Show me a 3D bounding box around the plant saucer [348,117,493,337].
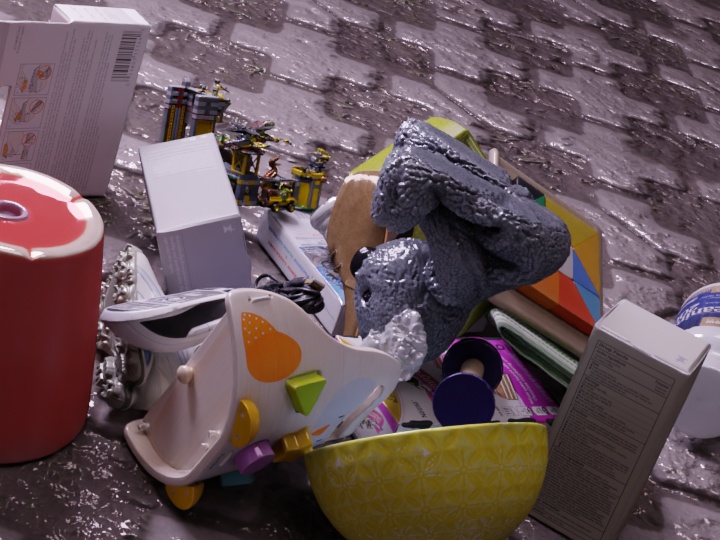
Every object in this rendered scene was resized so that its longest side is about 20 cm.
[{"bbox_3d":[0.102,-0.058,1.601,0.200,0.048,0.200,57,38,-4],"label":"plant saucer"}]

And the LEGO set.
[{"bbox_3d":[-0.126,-0.143,1.668,0.153,0.116,0.200,1,16,-36],"label":"LEGO set"}]

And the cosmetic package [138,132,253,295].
[{"bbox_3d":[-0.159,-0.044,1.497,0.090,0.107,0.200,-10,28,-5],"label":"cosmetic package"}]

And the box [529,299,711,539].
[{"bbox_3d":[0.222,0.138,1.361,0.095,0.201,0.078,30,28,17],"label":"box"}]

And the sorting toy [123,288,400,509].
[{"bbox_3d":[-0.063,0.112,1.256,0.180,0.200,0.107,-1,55,-38],"label":"sorting toy"}]

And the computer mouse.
[{"bbox_3d":[-0.129,0.039,1.314,0.199,0.044,0.109,-11,10,-35],"label":"computer mouse"}]

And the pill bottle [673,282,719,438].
[{"bbox_3d":[0.375,0.097,1.638,0.111,0.111,0.200,26,28,10],"label":"pill bottle"}]

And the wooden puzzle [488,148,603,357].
[{"bbox_3d":[0.199,-0.012,1.612,0.200,0.037,0.186,35,45,-34],"label":"wooden puzzle"}]

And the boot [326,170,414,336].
[{"bbox_3d":[0.000,0.000,1.502,0.075,0.201,0.074,12,-7,14],"label":"boot"}]

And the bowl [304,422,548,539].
[{"bbox_3d":[0.059,0.190,1.233,0.199,0.200,0.108,1,75,-33],"label":"bowl"}]

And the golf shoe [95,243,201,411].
[{"bbox_3d":[-0.186,0.059,1.381,0.097,0.078,0.200,20,33,-26],"label":"golf shoe"}]

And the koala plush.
[{"bbox_3d":[0.065,0.004,1.357,0.183,0.200,0.177,31,17,-2],"label":"koala plush"}]

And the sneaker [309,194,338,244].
[{"bbox_3d":[0.035,-0.034,1.609,0.200,0.074,0.080,-6,62,-43],"label":"sneaker"}]

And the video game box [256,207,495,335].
[{"bbox_3d":[0.016,-0.001,1.639,0.199,0.047,0.182,0,32,-34],"label":"video game box"}]

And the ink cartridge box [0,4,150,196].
[{"bbox_3d":[-0.315,-0.167,1.542,0.176,0.201,0.045,-4,36,-40],"label":"ink cartridge box"}]

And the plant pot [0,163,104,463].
[{"bbox_3d":[-0.295,0.024,1.238,0.200,0.178,0.201,15,28,-8],"label":"plant pot"}]

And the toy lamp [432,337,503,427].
[{"bbox_3d":[0.093,0.095,1.334,0.058,0.058,0.200,23,10,5],"label":"toy lamp"}]

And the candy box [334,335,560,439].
[{"bbox_3d":[0.079,0.122,1.444,0.199,0.061,0.136,1,33,-32],"label":"candy box"}]

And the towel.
[{"bbox_3d":[0.188,0.090,1.510,0.152,0.023,0.200,36,5,-2],"label":"towel"}]
